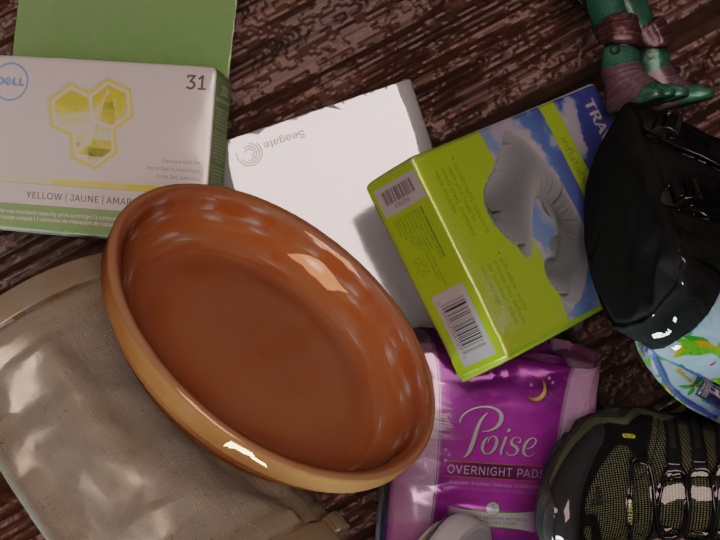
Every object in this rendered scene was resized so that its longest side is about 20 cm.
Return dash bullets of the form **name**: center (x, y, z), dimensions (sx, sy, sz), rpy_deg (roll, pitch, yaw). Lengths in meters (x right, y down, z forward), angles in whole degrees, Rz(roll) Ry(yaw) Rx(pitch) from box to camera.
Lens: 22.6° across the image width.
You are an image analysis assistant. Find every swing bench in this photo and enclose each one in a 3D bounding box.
- **swing bench**: center (-0.107, 0.109, 0.975), dimensions (0.129, 0.200, 0.199), rpy_deg (-36, 72, -5)

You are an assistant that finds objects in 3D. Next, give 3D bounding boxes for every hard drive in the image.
- **hard drive**: center (0.000, 0.000, 1.097), dimensions (0.131, 0.027, 0.202), rpy_deg (-18, 88, -4)

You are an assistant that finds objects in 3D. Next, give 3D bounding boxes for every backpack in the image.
- **backpack**: center (0.222, 0.016, 0.983), dimensions (0.198, 0.164, 0.155), rpy_deg (11, 123, -14)

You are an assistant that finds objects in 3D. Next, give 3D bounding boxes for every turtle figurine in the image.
- **turtle figurine**: center (0.158, -0.196, 1.084), dimensions (0.149, 0.100, 0.202), rpy_deg (-12, 89, -44)

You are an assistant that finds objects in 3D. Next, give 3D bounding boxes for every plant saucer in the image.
- **plant saucer**: center (-0.051, 0.038, 0.944), dimensions (0.200, 0.200, 0.038), rpy_deg (39, 120, 0)

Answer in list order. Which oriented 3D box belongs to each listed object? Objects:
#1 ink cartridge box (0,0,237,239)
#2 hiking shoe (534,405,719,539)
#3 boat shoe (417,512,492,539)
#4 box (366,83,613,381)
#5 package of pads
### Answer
- **ink cartridge box**: center (-0.148, -0.120, 1.074), dimensions (0.144, 0.048, 0.202), rpy_deg (5, 89, 9)
- **hiking shoe**: center (0.187, 0.116, 1.005), dimensions (0.199, 0.100, 0.077), rpy_deg (-15, 109, -36)
- **boat shoe**: center (-0.004, 0.210, 0.988), dimensions (0.065, 0.074, 0.201), rpy_deg (29, 76, 32)
- **box**: center (0.104, -0.029, 1.036), dimensions (0.199, 0.048, 0.123), rpy_deg (-25, 88, -44)
- **package of pads**: center (0.071, 0.138, 1.054), dimensions (0.119, 0.076, 0.202), rpy_deg (4, 97, -7)
